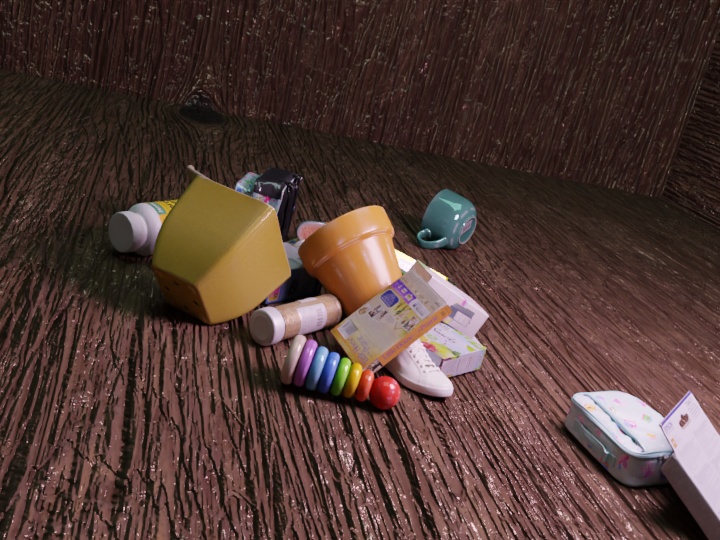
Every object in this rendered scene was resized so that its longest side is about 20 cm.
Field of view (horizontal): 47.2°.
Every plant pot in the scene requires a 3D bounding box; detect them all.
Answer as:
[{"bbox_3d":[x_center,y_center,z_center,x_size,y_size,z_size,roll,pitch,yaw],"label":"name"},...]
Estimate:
[{"bbox_3d":[-0.276,-0.018,1.545,0.193,0.197,0.200,23,57,25],"label":"plant pot"},{"bbox_3d":[0.000,0.000,1.665,0.199,0.200,0.185,-11,69,-51],"label":"plant pot"}]

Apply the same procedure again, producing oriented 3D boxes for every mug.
[{"bbox_3d":[0.253,-0.125,2.346,0.114,0.186,0.152,30,1,26],"label":"mug"}]

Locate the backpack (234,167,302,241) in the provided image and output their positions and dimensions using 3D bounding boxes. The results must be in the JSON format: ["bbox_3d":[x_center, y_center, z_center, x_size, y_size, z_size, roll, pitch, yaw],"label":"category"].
[{"bbox_3d":[-0.225,-0.125,1.895,0.149,0.202,0.178,11,22,5],"label":"backpack"}]

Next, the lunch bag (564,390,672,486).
[{"bbox_3d":[0.453,0.282,1.402,0.159,0.078,0.200,5,21,-25],"label":"lunch bag"}]

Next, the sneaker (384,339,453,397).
[{"bbox_3d":[0.094,0.156,1.497,0.072,0.086,0.199,-3,27,-46],"label":"sneaker"}]

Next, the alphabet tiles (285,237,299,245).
[{"bbox_3d":[-0.101,-0.050,2.064,0.165,0.006,0.200,21,20,18],"label":"alphabet tiles"}]

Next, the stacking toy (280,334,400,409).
[{"bbox_3d":[-0.028,0.177,1.366,0.198,0.086,0.085,19,19,2],"label":"stacking toy"}]

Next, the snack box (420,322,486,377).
[{"bbox_3d":[0.126,0.139,1.615,0.199,0.054,0.141,29,22,38],"label":"snack box"}]

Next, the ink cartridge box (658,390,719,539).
[{"bbox_3d":[0.535,0.307,1.289,0.199,0.041,0.201,-13,69,-54],"label":"ink cartridge box"}]

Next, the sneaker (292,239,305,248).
[{"bbox_3d":[-0.081,-0.014,1.885,0.198,0.076,0.081,21,29,21],"label":"sneaker"}]

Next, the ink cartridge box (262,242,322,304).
[{"bbox_3d":[-0.169,0.001,1.763,0.136,0.077,0.199,28,25,35],"label":"ink cartridge box"}]

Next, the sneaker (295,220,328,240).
[{"bbox_3d":[-0.079,-0.089,2.085,0.198,0.072,0.080,10,14,-27],"label":"sneaker"}]

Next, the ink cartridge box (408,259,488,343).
[{"bbox_3d":[0.188,0.071,1.713,0.199,0.068,0.117,34,8,-21],"label":"ink cartridge box"}]

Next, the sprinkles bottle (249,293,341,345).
[{"bbox_3d":[-0.119,0.091,1.554,0.068,0.069,0.199,26,21,31],"label":"sprinkles bottle"}]

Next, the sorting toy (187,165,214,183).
[{"bbox_3d":[-0.336,-0.121,1.846,0.036,0.187,0.200,-23,37,-26],"label":"sorting toy"}]

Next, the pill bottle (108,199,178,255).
[{"bbox_3d":[-0.438,-0.092,1.778,0.112,0.114,0.199,25,22,30],"label":"pill bottle"}]

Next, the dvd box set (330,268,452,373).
[{"bbox_3d":[0.054,0.094,1.507,0.029,0.199,0.146,55,-5,-35],"label":"dvd box set"}]

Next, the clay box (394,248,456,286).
[{"bbox_3d":[0.105,0.012,1.836,0.199,0.048,0.115,29,-18,-16],"label":"clay box"}]
